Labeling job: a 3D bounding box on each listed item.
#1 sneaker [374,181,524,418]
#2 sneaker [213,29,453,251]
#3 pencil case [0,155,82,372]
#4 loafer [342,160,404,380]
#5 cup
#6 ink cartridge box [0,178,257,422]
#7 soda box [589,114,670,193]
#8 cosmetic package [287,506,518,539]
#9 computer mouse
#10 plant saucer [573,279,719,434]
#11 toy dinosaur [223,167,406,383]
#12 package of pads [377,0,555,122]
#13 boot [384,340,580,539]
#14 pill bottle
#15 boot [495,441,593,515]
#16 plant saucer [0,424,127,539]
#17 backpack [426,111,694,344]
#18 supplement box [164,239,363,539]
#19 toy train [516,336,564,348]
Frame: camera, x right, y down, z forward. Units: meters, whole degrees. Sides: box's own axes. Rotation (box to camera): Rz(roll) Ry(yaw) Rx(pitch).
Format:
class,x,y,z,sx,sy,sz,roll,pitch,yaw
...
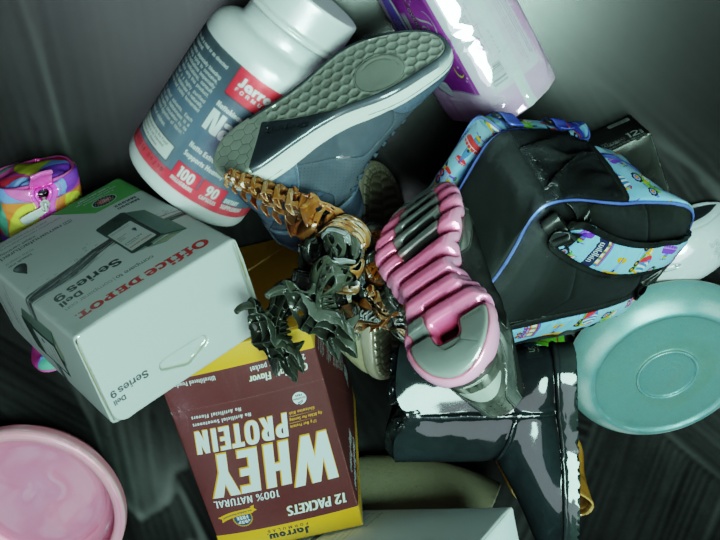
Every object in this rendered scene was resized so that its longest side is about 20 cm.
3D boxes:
class,x,y,z,sx,sy,sz,roll,pitch,yaw
sneaker,0.069,0.021,0.639,0.078,0.202,0.095,-32,127,21
sneaker,-0.001,-0.093,0.731,0.200,0.077,0.147,-30,137,4
pencil case,-0.285,-0.006,0.839,0.087,0.089,0.203,-5,117,0
loafer,0.000,0.000,0.847,0.067,0.075,0.204,3,96,38
cup,0.037,0.273,0.933,0.142,0.200,0.203,28,112,12
ink cartridge box,-0.195,0.014,0.730,0.145,0.199,0.085,-35,128,-27
soda box,0.177,-0.066,0.839,0.197,0.064,0.072,-23,113,9
cosmetic package,0.041,0.318,0.764,0.197,0.122,0.203,-9,95,32
computer mouse,0.276,-0.006,0.879,0.197,0.044,0.111,-24,111,9
plant saucer,0.306,0.098,0.913,0.196,0.028,0.203,-2,127,-3
toy dinosaur,-0.025,0.004,0.683,0.198,0.137,0.103,30,145,2
package of pads,0.069,-0.218,0.734,0.075,0.120,0.201,-37,110,-5
boot,0.106,0.157,0.792,0.165,0.076,0.204,-3,103,8
pill bottle,-0.097,-0.150,0.764,0.119,0.120,0.201,33,109,-15
boot,0.136,0.159,0.891,0.198,0.145,0.071,22,118,-11
plant saucer,-0.347,0.246,0.970,0.196,0.051,0.204,-1,113,-1
backpack,0.161,-0.030,0.741,0.197,0.136,0.184,-3,141,-31
supplement box,-0.084,0.106,0.834,0.130,0.198,0.203,-13,115,3
toy train,0.101,0.074,0.862,0.196,0.117,0.086,11,130,-4
